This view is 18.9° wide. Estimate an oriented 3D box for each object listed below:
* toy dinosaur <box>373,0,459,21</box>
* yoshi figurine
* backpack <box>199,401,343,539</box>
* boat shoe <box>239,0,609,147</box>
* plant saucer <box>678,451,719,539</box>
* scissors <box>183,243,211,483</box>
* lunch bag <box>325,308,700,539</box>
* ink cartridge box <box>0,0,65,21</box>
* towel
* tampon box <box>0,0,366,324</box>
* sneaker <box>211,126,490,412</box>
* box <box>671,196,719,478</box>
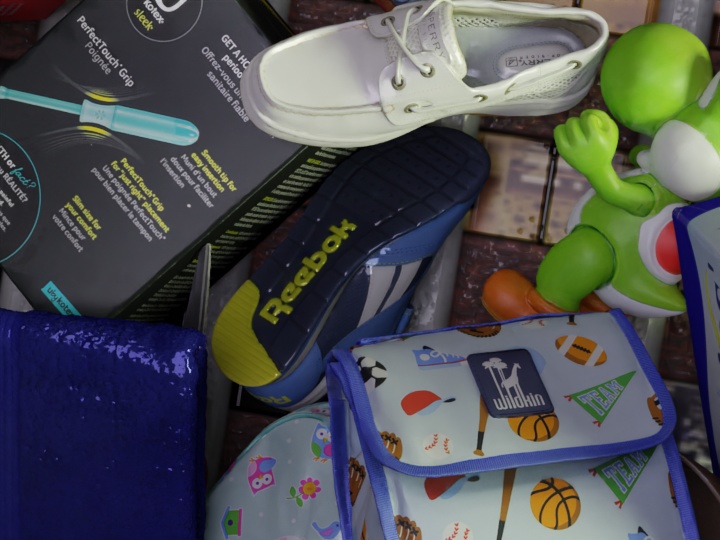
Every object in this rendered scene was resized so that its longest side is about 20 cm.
[{"bbox_3d":[0.026,-0.178,1.253,0.200,0.105,0.182,-21,95,45],"label":"toy dinosaur"},{"bbox_3d":[0.143,-0.054,1.171,0.112,0.113,0.200,27,118,-18],"label":"yoshi figurine"},{"bbox_3d":[-0.032,0.171,1.217,0.167,0.127,0.200,40,94,13],"label":"backpack"},{"bbox_3d":[0.036,-0.115,1.141,0.199,0.069,0.071,-10,72,-15],"label":"boat shoe"},{"bbox_3d":[0.176,0.189,1.157,0.034,0.200,0.201,-7,87,-25],"label":"plant saucer"},{"bbox_3d":[-0.096,0.071,1.236,0.073,0.014,0.200,48,135,19],"label":"scissors"},{"bbox_3d":[0.078,0.124,1.103,0.169,0.124,0.201,-7,76,-15],"label":"lunch bag"},{"bbox_3d":[-0.208,-0.213,1.260,0.067,0.116,0.201,-2,90,-17],"label":"ink cartridge box"},{"bbox_3d":[-0.176,0.087,1.176,0.199,0.050,0.148,7,108,15],"label":"towel"},{"bbox_3d":[-0.118,-0.072,1.238,0.200,0.126,0.150,-40,82,9],"label":"tampon box"},{"bbox_3d":[0.000,0.000,1.244,0.200,0.082,0.074,-45,53,-9],"label":"sneaker"},{"bbox_3d":[0.247,0.071,1.076,0.105,0.200,0.185,-16,116,-6],"label":"box"}]
